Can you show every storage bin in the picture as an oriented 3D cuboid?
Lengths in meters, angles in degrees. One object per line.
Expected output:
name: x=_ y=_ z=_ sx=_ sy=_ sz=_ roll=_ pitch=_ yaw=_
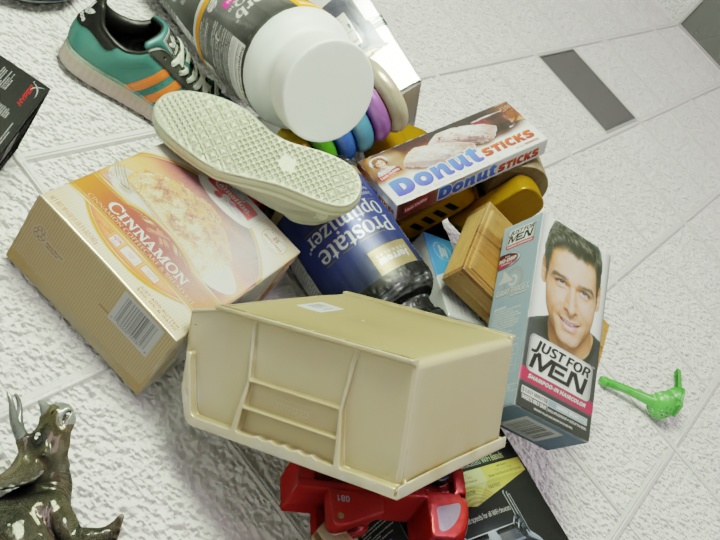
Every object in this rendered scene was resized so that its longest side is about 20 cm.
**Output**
storage bin: x=-0.005 y=0.082 z=0.801 sx=0.196 sy=0.096 sz=0.199 roll=13 pitch=8 yaw=28

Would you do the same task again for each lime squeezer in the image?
lime squeezer: x=0.376 y=0.158 z=1.304 sx=0.198 sy=0.038 sz=0.070 roll=0 pitch=21 yaw=-46

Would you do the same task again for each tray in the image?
tray: x=0.176 y=0.033 z=1.076 sx=0.200 sy=0.037 sz=0.099 roll=42 pitch=48 yaw=-17

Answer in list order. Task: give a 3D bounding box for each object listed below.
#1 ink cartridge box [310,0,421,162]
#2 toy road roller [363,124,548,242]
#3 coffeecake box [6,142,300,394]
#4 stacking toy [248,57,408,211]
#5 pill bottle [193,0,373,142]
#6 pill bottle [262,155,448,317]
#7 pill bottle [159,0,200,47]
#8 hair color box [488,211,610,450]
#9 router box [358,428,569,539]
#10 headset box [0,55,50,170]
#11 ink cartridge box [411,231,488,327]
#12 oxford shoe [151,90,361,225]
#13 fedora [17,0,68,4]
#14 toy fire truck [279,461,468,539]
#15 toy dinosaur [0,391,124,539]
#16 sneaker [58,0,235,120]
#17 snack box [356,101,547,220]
ink cartridge box: x=-0.015 y=-0.247 z=1.189 sx=0.202 sy=0.083 sz=0.145 roll=60 pitch=-8 yaw=13
toy road roller: x=0.089 y=-0.103 z=1.125 sx=0.146 sy=0.198 sz=0.124 roll=42 pitch=25 yaw=-44
coffeecake box: x=-0.164 y=-0.015 z=0.864 sx=0.154 sy=0.073 sz=0.200 roll=45 pitch=32 yaw=3
stacking toy: x=-0.050 y=-0.125 z=1.036 sx=0.086 sy=0.199 sz=0.086 roll=50 pitch=-11 yaw=14
pill bottle: x=-0.074 y=-0.204 z=0.982 sx=0.115 sy=0.118 sz=0.200 roll=13 pitch=20 yaw=-38
pill bottle: x=0.000 y=0.000 z=0.990 sx=0.111 sy=0.112 sz=0.201 roll=-13 pitch=62 yaw=-52
pill bottle: x=-0.157 y=-0.305 z=1.156 sx=0.201 sy=0.114 sz=0.113 roll=51 pitch=34 yaw=12
hair color box: x=0.179 y=0.058 z=1.003 sx=0.098 sy=0.060 sz=0.203 roll=28 pitch=60 yaw=-27
router box: x=0.075 y=0.200 z=0.903 sx=0.198 sy=0.052 sz=0.159 roll=-1 pitch=53 yaw=-48
headset box: x=-0.360 y=-0.137 z=0.784 sx=0.198 sy=0.077 sz=0.150 roll=32 pitch=34 yaw=-16
ink cartridge box: x=0.135 y=0.046 z=1.125 sx=0.198 sy=0.067 sz=0.117 roll=18 pitch=41 yaw=-35
oxford shoe: x=-0.094 y=-0.094 z=0.918 sx=0.197 sy=0.058 sz=0.076 roll=24 pitch=64 yaw=-6
fedora: x=-0.350 y=-0.357 z=1.022 sx=0.199 sy=0.092 sz=0.203 roll=28 pitch=37 yaw=-23
toy fire truck: x=-0.008 y=0.204 z=0.755 sx=0.196 sy=0.049 sz=0.143 roll=10 pitch=51 yaw=-19
toy dinosaur: x=-0.207 y=0.179 z=0.623 sx=0.101 sy=0.077 sz=0.202 roll=23 pitch=41 yaw=-8
sneaker: x=-0.192 y=-0.197 z=1.026 sx=0.198 sy=0.080 sz=0.072 roll=24 pitch=35 yaw=-28
snack box: x=0.095 y=-0.115 z=1.061 sx=0.198 sy=0.025 sz=0.072 roll=-25 pitch=55 yaw=-26
